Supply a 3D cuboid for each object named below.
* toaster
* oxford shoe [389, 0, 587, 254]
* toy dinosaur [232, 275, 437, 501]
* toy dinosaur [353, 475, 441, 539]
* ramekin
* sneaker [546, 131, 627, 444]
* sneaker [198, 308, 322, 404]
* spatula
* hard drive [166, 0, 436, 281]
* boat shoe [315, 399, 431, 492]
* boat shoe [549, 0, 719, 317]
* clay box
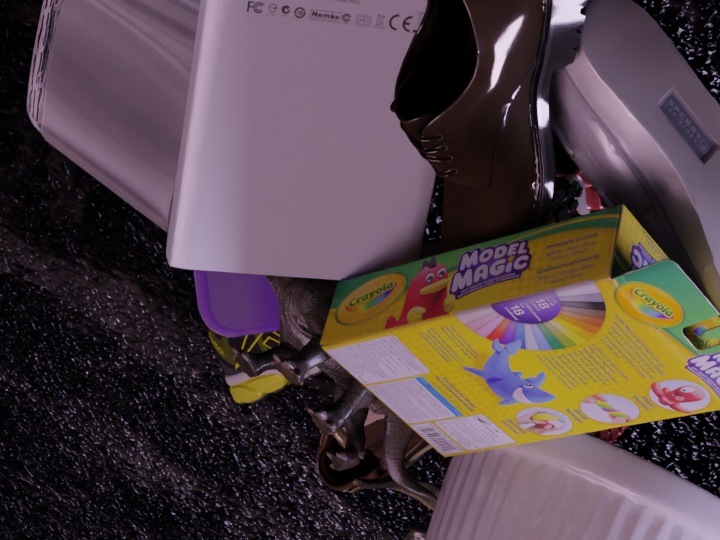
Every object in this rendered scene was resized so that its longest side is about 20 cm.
[{"bbox_3d":[-0.103,-0.112,0.864,0.129,0.114,0.200,33,130,15],"label":"toaster"},{"bbox_3d":[0.049,-0.070,0.747,0.073,0.084,0.200,47,146,45],"label":"oxford shoe"},{"bbox_3d":[-0.001,0.044,0.860,0.200,0.102,0.077,47,156,-9],"label":"toy dinosaur"},{"bbox_3d":[0.075,0.173,1.038,0.200,0.047,0.088,18,148,-14],"label":"toy dinosaur"},{"bbox_3d":[0.131,0.169,0.900,0.200,0.105,0.200,24,167,6],"label":"ramekin"},{"bbox_3d":[0.111,0.010,0.858,0.082,0.078,0.200,5,121,42],"label":"sneaker"},{"bbox_3d":[-0.042,0.023,0.990,0.200,0.074,0.085,-32,94,45],"label":"sneaker"},{"bbox_3d":[0.000,0.000,0.909,0.200,0.057,0.021,-9,170,14],"label":"spatula"},{"bbox_3d":[-0.019,-0.092,0.774,0.132,0.027,0.200,4,113,-16],"label":"hard drive"},{"bbox_3d":[0.016,0.091,0.980,0.075,0.075,0.202,54,153,21],"label":"boat shoe"},{"bbox_3d":[0.149,-0.042,0.770,0.200,0.072,0.069,48,151,-12],"label":"boat shoe"},{"bbox_3d":[0.093,0.033,0.767,0.200,0.048,0.115,-16,135,36],"label":"clay box"}]
